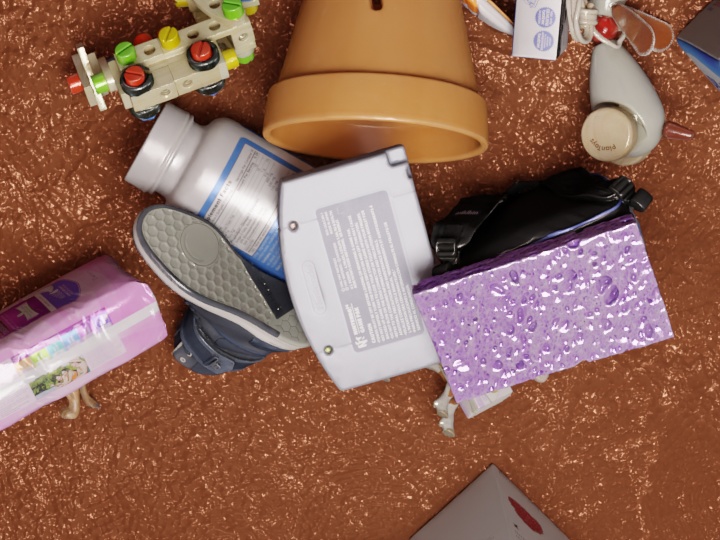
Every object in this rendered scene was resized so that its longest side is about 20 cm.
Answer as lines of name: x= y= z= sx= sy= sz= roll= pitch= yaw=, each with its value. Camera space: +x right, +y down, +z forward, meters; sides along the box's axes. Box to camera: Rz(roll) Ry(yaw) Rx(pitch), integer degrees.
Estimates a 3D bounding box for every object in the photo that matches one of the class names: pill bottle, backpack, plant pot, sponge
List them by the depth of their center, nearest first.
sponge: x=0.155 y=0.034 z=1.520 sx=0.199 sy=0.030 sz=0.112 roll=-18 pitch=110 yaw=9
plant pot: x=0.018 y=-0.180 z=1.578 sx=0.199 sy=0.200 sz=0.141 roll=4 pitch=83 yaw=-3
backpack: x=0.172 y=-0.013 z=1.619 sx=0.199 sy=0.191 sz=0.155 roll=-17 pitch=110 yaw=7
pill bottle: x=-0.110 y=-0.071 z=1.634 sx=0.199 sy=0.112 sz=0.113 roll=30 pitch=101 yaw=-8

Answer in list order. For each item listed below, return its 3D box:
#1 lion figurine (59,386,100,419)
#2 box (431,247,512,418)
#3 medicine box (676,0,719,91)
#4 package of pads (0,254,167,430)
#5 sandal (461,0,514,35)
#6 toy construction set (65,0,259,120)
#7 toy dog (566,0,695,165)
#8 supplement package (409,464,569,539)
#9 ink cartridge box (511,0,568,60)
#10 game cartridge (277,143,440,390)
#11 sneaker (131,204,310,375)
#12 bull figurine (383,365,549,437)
lion figurine: x=-0.340 y=0.071 z=1.691 sx=0.199 sy=0.072 sz=0.123 roll=5 pitch=96 yaw=-18
box: x=0.072 y=0.039 z=1.648 sx=0.041 sy=0.039 sz=0.201 roll=-24 pitch=78 yaw=-21
medicine box: x=0.398 y=-0.160 z=1.593 sx=0.103 sy=0.182 sz=0.200 roll=-43 pitch=101 yaw=8
package of pads: x=-0.283 y=0.066 z=1.610 sx=0.199 sy=0.120 sz=0.076 roll=-30 pitch=110 yaw=-15
sandal: x=0.080 y=-0.296 z=1.601 sx=0.207 sy=0.079 sz=0.059 roll=44 pitch=94 yaw=-11
toy construction set: x=-0.176 y=-0.204 z=1.596 sx=0.199 sy=0.131 sz=0.092 roll=-29 pitch=147 yaw=6
toy dog: x=0.254 y=-0.185 z=1.621 sx=0.096 sy=0.132 sz=0.201 roll=-1 pitch=115 yaw=21
supplement package: x=0.132 y=0.293 z=1.686 sx=0.120 sy=0.200 sz=0.121 roll=-44 pitch=102 yaw=9
ink cartridge box: x=0.169 y=-0.294 z=1.594 sx=0.044 sy=0.094 sz=0.201 roll=6 pitch=104 yaw=11
game cartridge: x=0.000 y=0.000 z=1.581 sx=0.132 sy=0.041 sz=0.201 roll=-16 pitch=104 yaw=-4
sneaker: x=-0.154 y=0.025 z=1.629 sx=0.202 sy=0.146 sz=0.077 roll=38 pitch=56 yaw=-25
bull figurine: x=0.078 y=0.078 z=1.692 sx=0.199 sy=0.065 sz=0.122 roll=29 pitch=67 yaw=-1
